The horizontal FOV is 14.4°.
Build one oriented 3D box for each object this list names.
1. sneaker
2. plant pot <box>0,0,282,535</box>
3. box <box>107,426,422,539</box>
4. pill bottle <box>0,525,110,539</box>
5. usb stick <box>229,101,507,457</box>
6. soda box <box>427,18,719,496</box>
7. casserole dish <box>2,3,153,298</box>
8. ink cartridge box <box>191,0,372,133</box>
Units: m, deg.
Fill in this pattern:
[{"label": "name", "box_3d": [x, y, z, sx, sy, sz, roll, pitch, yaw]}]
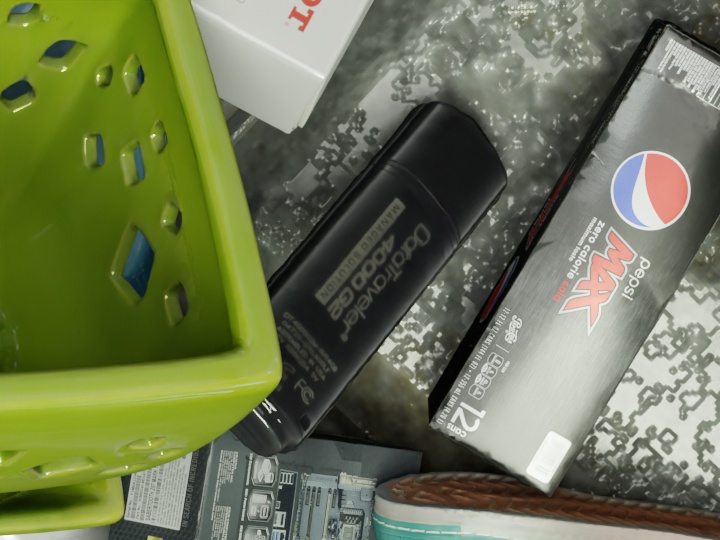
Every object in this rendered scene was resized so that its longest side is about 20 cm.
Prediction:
[{"label": "sneaker", "box_3d": [0.096, 0.139, 1.234, 0.200, 0.071, 0.080, 11, 99, -16]}, {"label": "plant pot", "box_3d": [-0.167, -0.001, 1.087, 0.199, 0.182, 0.200, -3, 64, -26]}, {"label": "box", "box_3d": [-0.048, 0.164, 1.198, 0.051, 0.158, 0.200, 8, 88, 35]}, {"label": "pill bottle", "box_3d": [-0.140, 0.169, 1.235, 0.116, 0.116, 0.200, -11, 97, 2]}, {"label": "usb stick", "box_3d": [0.000, 0.000, 1.186, 0.055, 0.200, 0.033, 50, 138, -12]}, {"label": "soda box", "box_3d": [0.104, -0.007, 1.227, 0.063, 0.071, 0.200, 31, 97, -2]}, {"label": "casserole dish", "box_3d": [-0.144, -0.065, 1.240, 0.121, 0.039, 0.200, -4, 99, 1]}, {"label": "ink cartridge box", "box_3d": [-0.076, -0.172, 1.178, 0.200, 0.086, 0.147, 28, 73, -2]}]
